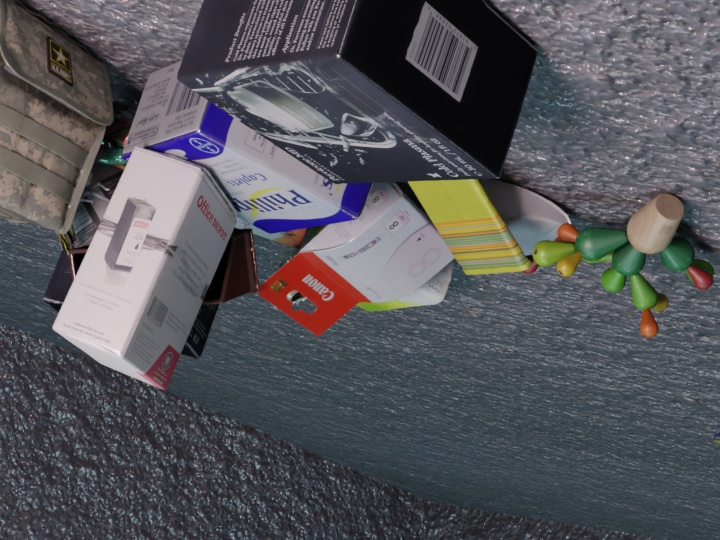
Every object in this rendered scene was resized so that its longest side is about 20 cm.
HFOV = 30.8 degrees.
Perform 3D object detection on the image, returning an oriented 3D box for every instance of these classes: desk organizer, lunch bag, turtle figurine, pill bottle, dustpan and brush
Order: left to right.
[{"bbox_3d":[-0.341,-0.160,1.303,0.117,0.201,0.164,12,168,37],"label":"lunch bag"},{"bbox_3d":[-0.308,-0.066,1.597,0.201,0.110,0.111,60,160,0],"label":"pill bottle"},{"bbox_3d":[-0.261,-0.120,1.432,0.200,0.101,0.149,40,-173,39],"label":"turtle figurine"},{"bbox_3d":[-0.221,-0.001,1.460,0.199,0.072,0.077,-3,-171,26],"label":"desk organizer"},{"bbox_3d":[0.111,-0.071,1.391,0.199,0.058,0.139,17,154,-26],"label":"dustpan and brush"}]

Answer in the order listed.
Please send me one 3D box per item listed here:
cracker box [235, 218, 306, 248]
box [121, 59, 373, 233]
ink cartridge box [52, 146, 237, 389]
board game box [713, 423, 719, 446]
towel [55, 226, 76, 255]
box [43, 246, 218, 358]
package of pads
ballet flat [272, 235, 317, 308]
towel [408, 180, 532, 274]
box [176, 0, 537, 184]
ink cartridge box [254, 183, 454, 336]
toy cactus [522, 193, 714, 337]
[{"bbox_3d":[-0.152,-0.097,1.567,0.199,0.058,0.134,20,164,-3],"label":"cracker box"},{"bbox_3d":[-0.108,-0.128,1.324,0.199,0.106,0.183,26,163,-30],"label":"box"},{"bbox_3d":[-0.209,-0.001,1.303,0.084,0.201,0.146,20,166,14],"label":"ink cartridge box"},{"bbox_3d":[0.654,0.258,1.889,0.199,0.062,0.199,28,161,-32],"label":"board game box"},{"bbox_3d":[-0.370,-0.129,1.493,0.023,0.201,0.144,-21,162,-13],"label":"towel"},{"bbox_3d":[-0.281,-0.012,1.733,0.195,0.201,0.118,14,164,13],"label":"box"},{"bbox_3d":[0.009,-0.005,1.684,0.154,0.069,0.200,26,163,-26],"label":"package of pads"},{"bbox_3d":[-0.062,0.009,1.601,0.071,0.072,0.200,22,157,-17],"label":"ballet flat"},{"bbox_3d":[0.096,-0.075,1.312,0.086,0.018,0.200,-4,129,44],"label":"towel"},{"bbox_3d":[-0.002,-0.166,1.051,0.196,0.125,0.200,4,159,47],"label":"box"},{"bbox_3d":[0.000,0.000,1.508,0.057,0.200,0.162,48,-175,35],"label":"ink cartridge box"},{"bbox_3d":[0.273,-0.015,1.315,0.199,0.103,0.165,16,149,-5],"label":"toy cactus"}]
